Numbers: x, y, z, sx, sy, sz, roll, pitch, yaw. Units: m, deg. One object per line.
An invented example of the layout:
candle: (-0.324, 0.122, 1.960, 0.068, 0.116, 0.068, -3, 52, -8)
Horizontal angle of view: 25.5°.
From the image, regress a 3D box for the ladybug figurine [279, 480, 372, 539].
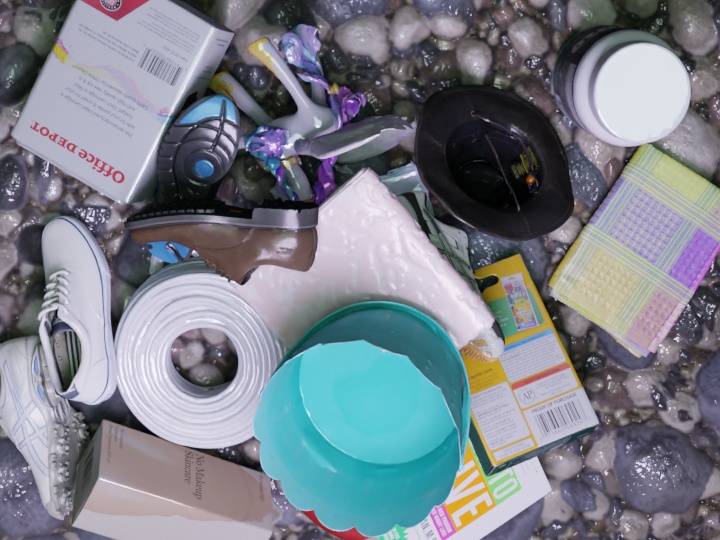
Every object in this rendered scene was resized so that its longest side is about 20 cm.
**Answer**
ladybug figurine: (-0.014, 0.221, 1.715, 0.200, 0.072, 0.136, 41, 97, -13)

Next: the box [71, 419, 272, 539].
box: (-0.196, 0.242, 1.674, 0.198, 0.095, 0.078, 20, 122, -21)

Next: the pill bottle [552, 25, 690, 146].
pill bottle: (0.261, -0.185, 1.591, 0.112, 0.200, 0.115, -1, 101, -3)

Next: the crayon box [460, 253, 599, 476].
crayon box: (0.151, 0.098, 1.674, 0.124, 0.052, 0.202, -20, 73, -13)

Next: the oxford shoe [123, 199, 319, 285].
oxford shoe: (-0.138, -0.026, 1.550, 0.197, 0.073, 0.086, 4, 104, 16)

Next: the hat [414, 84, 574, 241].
hat: (0.122, -0.098, 1.645, 0.200, 0.201, 0.081, 39, 140, -9)

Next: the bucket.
bucket: (0.009, 0.135, 1.533, 0.204, 0.135, 0.210, 4, 110, 10)

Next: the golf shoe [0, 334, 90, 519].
golf shoe: (-0.347, 0.166, 1.704, 0.096, 0.078, 0.203, 0, 100, 20)

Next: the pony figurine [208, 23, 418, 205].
pony figurine: (-0.048, -0.145, 1.622, 0.192, 0.166, 0.202, -28, 86, 9)

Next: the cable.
cable: (-0.162, 0.088, 1.680, 0.198, 0.069, 0.202, 24, 102, -3)

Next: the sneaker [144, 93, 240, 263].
sneaker: (-0.171, -0.105, 1.612, 0.073, 0.082, 0.201, 24, 126, -7)

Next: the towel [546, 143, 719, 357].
towel: (0.305, -0.021, 1.716, 0.143, 0.023, 0.201, 31, 97, -7)

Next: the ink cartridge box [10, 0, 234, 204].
ink cartridge box: (-0.241, -0.189, 1.611, 0.145, 0.083, 0.201, 30, 99, 5)

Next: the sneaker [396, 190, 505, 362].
sneaker: (0.093, 0.000, 1.639, 0.087, 0.076, 0.201, -36, 85, -34)

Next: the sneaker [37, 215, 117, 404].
sneaker: (-0.298, 0.037, 1.640, 0.072, 0.071, 0.202, -20, 77, 22)

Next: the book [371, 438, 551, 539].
book: (0.093, 0.227, 1.696, 0.199, 0.048, 0.135, -31, 109, -18)

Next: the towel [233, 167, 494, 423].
towel: (0.003, 0.028, 1.586, 0.191, 0.032, 0.200, -38, 98, 21)

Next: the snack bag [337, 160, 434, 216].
snack bag: (0.000, 0.000, 1.704, 0.186, 0.021, 0.202, -15, 102, 0)
